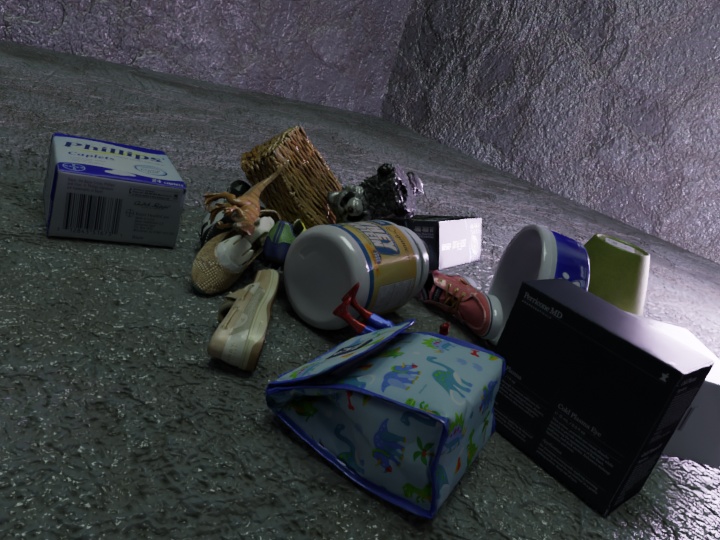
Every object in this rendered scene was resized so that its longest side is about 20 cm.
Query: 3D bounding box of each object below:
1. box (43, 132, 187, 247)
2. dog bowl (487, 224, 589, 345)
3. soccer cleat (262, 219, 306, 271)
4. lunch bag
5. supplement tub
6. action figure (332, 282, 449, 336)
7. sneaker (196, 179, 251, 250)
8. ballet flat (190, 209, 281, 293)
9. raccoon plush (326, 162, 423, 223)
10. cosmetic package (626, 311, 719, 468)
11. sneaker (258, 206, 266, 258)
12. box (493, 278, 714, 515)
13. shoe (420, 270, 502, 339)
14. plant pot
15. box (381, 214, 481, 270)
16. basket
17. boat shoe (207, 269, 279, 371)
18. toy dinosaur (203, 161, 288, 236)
[{"bbox_3d":[-0.395,-0.130,0.936,0.183,0.105,0.200,5,23,-33],"label":"box"},{"bbox_3d":[0.274,0.034,0.934,0.078,0.201,0.200,18,20,-6],"label":"dog bowl"},{"bbox_3d":[-0.094,-0.036,0.935,0.064,0.084,0.200,15,1,13],"label":"soccer cleat"},{"bbox_3d":[0.028,0.129,0.612,0.199,0.128,0.170,14,18,30],"label":"lunch bag"},{"bbox_3d":[0.000,0.000,0.871,0.144,0.145,0.200,29,23,29],"label":"supplement tub"},{"bbox_3d":[0.072,0.084,0.726,0.200,0.099,0.065,44,30,-6],"label":"action figure"},{"bbox_3d":[-0.225,-0.056,0.956,0.074,0.088,0.201,41,34,-26],"label":"sneaker"},{"bbox_3d":[-0.177,-0.039,0.868,0.071,0.065,0.200,48,36,-14],"label":"ballet flat"},{"bbox_3d":[0.031,-0.118,1.051,0.133,0.097,0.200,-18,-9,22],"label":"raccoon plush"},{"bbox_3d":[0.402,0.152,0.848,0.198,0.124,0.200,16,22,-4],"label":"cosmetic package"},{"bbox_3d":[-0.170,-0.078,1.044,0.080,0.071,0.200,8,22,-35],"label":"sneaker"},{"bbox_3d":[0.259,0.135,0.687,0.104,0.183,0.200,-3,29,-43],"label":"box"},{"bbox_3d":[0.162,0.053,0.987,0.090,0.072,0.200,11,16,-13],"label":"shoe"},{"bbox_3d":[0.406,0.046,1.012,0.186,0.201,0.187,15,21,-6],"label":"plant pot"},{"bbox_3d":[0.102,-0.058,1.103,0.199,0.087,0.163,6,10,37],"label":"box"},{"bbox_3d":[-0.132,-0.127,1.055,0.148,0.200,0.143,-17,31,34],"label":"basket"},{"bbox_3d":[-0.145,0.049,0.736,0.065,0.072,0.200,16,26,-9],"label":"boat shoe"},{"bbox_3d":[-0.174,-0.098,0.885,0.105,0.061,0.201,4,37,0],"label":"toy dinosaur"}]
